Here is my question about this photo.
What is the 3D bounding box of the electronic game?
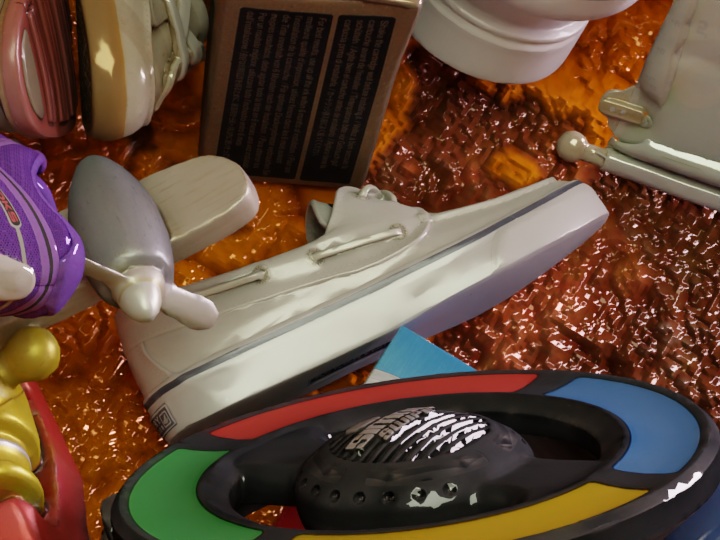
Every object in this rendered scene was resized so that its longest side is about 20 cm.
[{"bbox_3d":[0.018,0.068,0.781,0.200,0.200,0.042,-12,103,-13],"label":"electronic game"}]

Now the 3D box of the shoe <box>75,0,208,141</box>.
[{"bbox_3d":[-0.083,-0.118,0.929,0.053,0.070,0.200,-2,36,-2],"label":"shoe"}]

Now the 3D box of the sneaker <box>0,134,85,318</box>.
[{"bbox_3d":[-0.145,-0.025,0.793,0.083,0.200,0.081,12,107,-29],"label":"sneaker"}]

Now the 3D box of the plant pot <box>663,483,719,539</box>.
[{"bbox_3d":[0.200,0.128,0.852,0.200,0.200,0.180,-38,71,-20],"label":"plant pot"}]

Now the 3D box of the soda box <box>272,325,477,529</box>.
[{"bbox_3d":[-0.012,0.123,0.884,0.064,0.068,0.200,30,67,3],"label":"soda box"}]

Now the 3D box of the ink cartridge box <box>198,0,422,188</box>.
[{"bbox_3d":[-0.018,-0.155,0.943,0.075,0.165,0.200,6,68,-6],"label":"ink cartridge box"}]

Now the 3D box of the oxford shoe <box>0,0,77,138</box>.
[{"bbox_3d":[-0.147,-0.090,0.905,0.075,0.200,0.070,-8,109,-5],"label":"oxford shoe"}]

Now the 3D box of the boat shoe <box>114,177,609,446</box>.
[{"bbox_3d":[0.000,0.000,0.938,0.200,0.072,0.066,-26,79,-9],"label":"boat shoe"}]

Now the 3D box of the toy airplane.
[{"bbox_3d":[-0.155,0.026,0.860,0.199,0.141,0.200,19,80,20],"label":"toy airplane"}]

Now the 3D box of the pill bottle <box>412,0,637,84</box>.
[{"bbox_3d":[0.085,-0.169,0.937,0.111,0.200,0.111,15,45,-15],"label":"pill bottle"}]

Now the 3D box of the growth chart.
[{"bbox_3d":[0.184,-0.093,0.950,0.145,0.200,0.018,23,33,-7],"label":"growth chart"}]
